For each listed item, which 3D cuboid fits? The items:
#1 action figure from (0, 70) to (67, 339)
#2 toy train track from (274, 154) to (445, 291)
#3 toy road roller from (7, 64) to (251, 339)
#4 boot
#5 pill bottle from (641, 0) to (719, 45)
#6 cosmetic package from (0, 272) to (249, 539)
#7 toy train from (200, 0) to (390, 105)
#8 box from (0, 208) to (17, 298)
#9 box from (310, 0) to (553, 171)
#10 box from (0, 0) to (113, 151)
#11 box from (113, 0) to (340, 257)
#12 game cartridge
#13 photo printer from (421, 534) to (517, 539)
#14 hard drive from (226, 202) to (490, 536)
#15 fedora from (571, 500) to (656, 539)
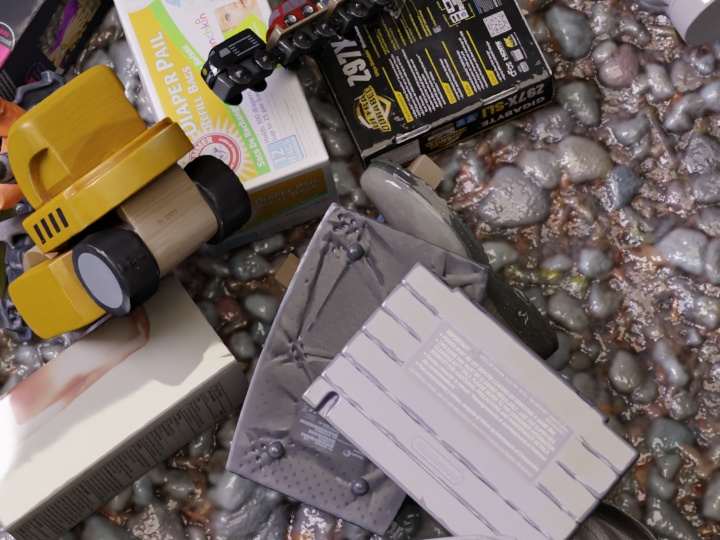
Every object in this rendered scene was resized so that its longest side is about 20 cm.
[{"bbox_3d":[-0.234,-0.048,1.467,0.104,0.193,0.202,3,91,36],"label":"action figure"},{"bbox_3d":[0.000,0.000,1.495,0.115,0.032,0.201,40,67,-18],"label":"toy train track"},{"bbox_3d":[-0.181,-0.050,1.387,0.123,0.200,0.147,-38,98,-31],"label":"toy road roller"},{"bbox_3d":[0.038,0.027,1.454,0.130,0.068,0.200,-41,88,-9],"label":"boot"},{"bbox_3d":[0.231,-0.275,1.529,0.112,0.113,0.201,-27,71,-4],"label":"pill bottle"},{"bbox_3d":[-0.184,0.103,1.447,0.199,0.103,0.088,-35,73,-8],"label":"cosmetic package"},{"bbox_3d":[-0.045,-0.174,1.464,0.046,0.034,0.200,44,46,12],"label":"toy train"},{"bbox_3d":[-0.311,0.042,1.505,0.074,0.050,0.202,6,71,9],"label":"box"},{"bbox_3d":[0.038,-0.191,1.552,0.158,0.049,0.201,-24,70,-1],"label":"box"},{"bbox_3d":[-0.283,-0.201,1.555,0.122,0.106,0.201,28,76,14],"label":"box"},{"bbox_3d":[-0.101,-0.130,1.516,0.112,0.101,0.201,-21,71,-3],"label":"box"},{"bbox_3d":[0.075,0.103,1.356,0.200,0.038,0.130,41,82,12],"label":"game cartridge"},{"bbox_3d":[0.043,0.259,1.323,0.199,0.069,0.168,-10,95,34],"label":"photo printer"},{"bbox_3d":[-0.001,0.068,1.414,0.134,0.042,0.202,22,91,3],"label":"hard drive"},{"bbox_3d":[0.139,0.241,1.375,0.175,0.090,0.202,-9,71,3],"label":"fedora"}]
